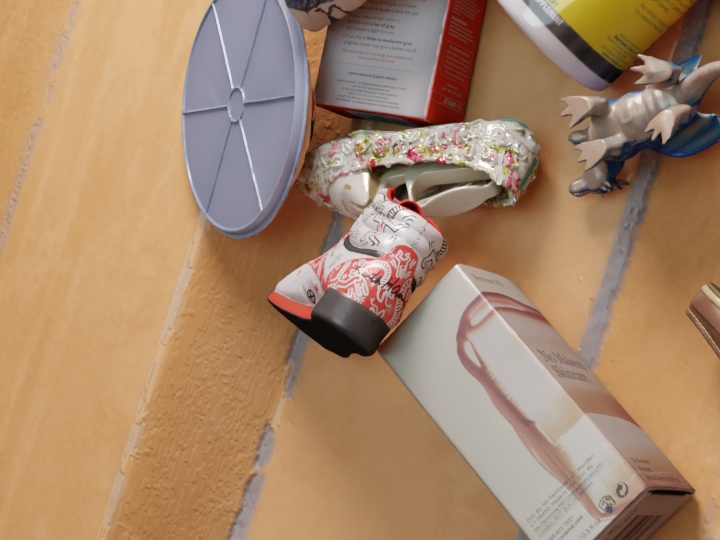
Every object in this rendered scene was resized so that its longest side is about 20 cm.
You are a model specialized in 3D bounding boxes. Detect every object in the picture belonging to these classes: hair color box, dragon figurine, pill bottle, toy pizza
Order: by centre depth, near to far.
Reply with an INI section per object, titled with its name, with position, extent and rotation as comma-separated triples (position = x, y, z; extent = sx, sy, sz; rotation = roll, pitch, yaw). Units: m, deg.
[dragon figurine]
position = 0.198, -0.104, 1.135
extent = 0.200, 0.099, 0.059
rotation = -28, 78, 37
[pill bottle]
position = 0.190, -0.226, 1.159
extent = 0.200, 0.114, 0.114
rotation = -45, 64, 17
[hair color box]
position = 0.038, -0.208, 1.275
extent = 0.101, 0.061, 0.201
rotation = 12, 90, 30
[toy pizza]
position = -0.081, -0.124, 1.318
extent = 0.200, 0.032, 0.201
rotation = -6, 82, 59

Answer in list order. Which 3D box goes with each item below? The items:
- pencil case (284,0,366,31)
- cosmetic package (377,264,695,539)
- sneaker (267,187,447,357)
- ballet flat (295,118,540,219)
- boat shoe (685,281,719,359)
[pencil case]
position = 0.027, -0.237, 1.207
extent = 0.199, 0.089, 0.078
rotation = -23, 102, 24
[cosmetic package]
position = 0.116, 0.099, 1.162
extent = 0.087, 0.103, 0.200
rotation = -48, 65, 15
[sneaker]
position = 0.001, 0.001, 1.230
extent = 0.067, 0.201, 0.108
rotation = 38, 82, -11
[ballet flat]
position = 0.033, -0.065, 1.247
extent = 0.199, 0.076, 0.064
rotation = -9, 50, 30
[boat shoe]
position = 0.262, 0.096, 1.094
extent = 0.068, 0.072, 0.200
rotation = -41, 68, 17
